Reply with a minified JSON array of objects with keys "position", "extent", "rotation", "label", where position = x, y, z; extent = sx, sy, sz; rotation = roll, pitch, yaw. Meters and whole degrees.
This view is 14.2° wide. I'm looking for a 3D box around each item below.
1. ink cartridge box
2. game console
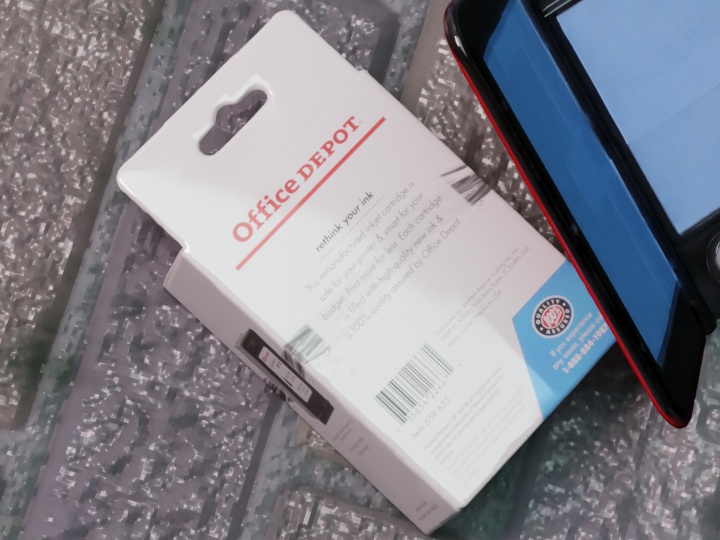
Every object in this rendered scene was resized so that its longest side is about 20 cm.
[{"position":[0.000,0.000,1.227],"extent":[0.200,0.067,0.116],"rotation":[44,73,2],"label":"ink cartridge box"},{"position":[0.134,-0.065,1.211],"extent":[0.172,0.119,0.200],"rotation":[-33,104,-10],"label":"game console"}]
